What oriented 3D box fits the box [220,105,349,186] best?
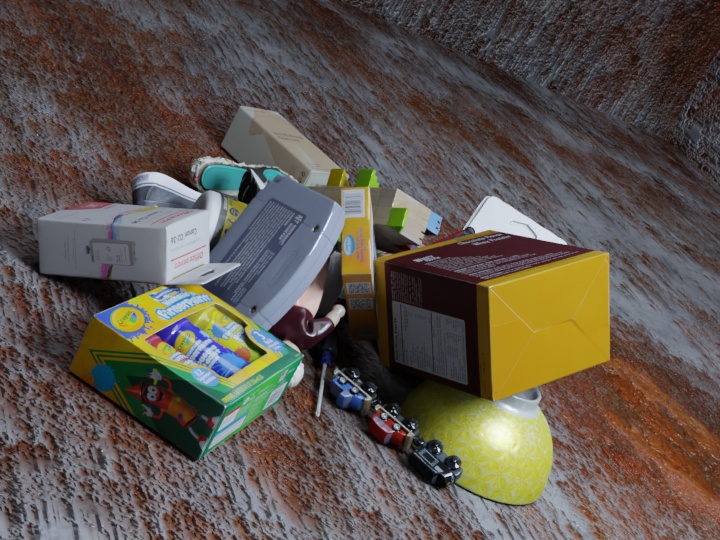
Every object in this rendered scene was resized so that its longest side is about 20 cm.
[{"bbox_3d":[-0.122,-0.174,2.065,0.095,0.078,0.200,1,34,-50],"label":"box"}]

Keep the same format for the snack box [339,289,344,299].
[{"bbox_3d":[-0.033,-0.015,1.882,0.072,0.024,0.200,16,24,-30],"label":"snack box"}]

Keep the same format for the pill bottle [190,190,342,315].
[{"bbox_3d":[-0.123,-0.016,1.638,0.200,0.113,0.112,22,21,-20],"label":"pill bottle"}]

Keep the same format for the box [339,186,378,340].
[{"bbox_3d":[0.000,0.000,1.599,0.041,0.200,0.119,-2,61,1],"label":"box"}]

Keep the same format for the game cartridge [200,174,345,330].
[{"bbox_3d":[-0.111,-0.011,1.515,0.133,0.200,0.041,28,-14,43],"label":"game cartridge"}]

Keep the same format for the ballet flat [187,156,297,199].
[{"bbox_3d":[-0.167,-0.130,1.919,0.200,0.076,0.064,18,7,-36],"label":"ballet flat"}]

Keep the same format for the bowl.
[{"bbox_3d":[0.157,0.175,1.564,0.200,0.108,0.200,26,20,-10],"label":"bowl"}]

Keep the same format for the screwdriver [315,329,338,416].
[{"bbox_3d":[-0.042,0.118,1.551,0.028,0.029,0.200,26,19,-9],"label":"screwdriver"}]

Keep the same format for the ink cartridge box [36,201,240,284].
[{"bbox_3d":[-0.245,-0.032,1.463,0.200,0.068,0.116,5,14,16],"label":"ink cartridge box"}]

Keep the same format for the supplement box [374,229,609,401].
[{"bbox_3d":[0.154,0.045,1.534,0.197,0.133,0.200,-14,18,-37],"label":"supplement box"}]

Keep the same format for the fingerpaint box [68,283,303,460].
[{"bbox_3d":[-0.176,0.094,1.364,0.167,0.073,0.200,33,20,12],"label":"fingerpaint box"}]

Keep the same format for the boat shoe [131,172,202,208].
[{"bbox_3d":[-0.216,-0.062,1.703,0.200,0.072,0.068,27,49,-46],"label":"boat shoe"}]

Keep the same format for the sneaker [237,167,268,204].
[{"bbox_3d":[-0.103,-0.060,1.786,0.079,0.074,0.200,-16,61,-39],"label":"sneaker"}]

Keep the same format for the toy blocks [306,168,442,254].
[{"bbox_3d":[0.026,-0.062,1.730,0.200,0.100,0.137,5,-17,42],"label":"toy blocks"}]

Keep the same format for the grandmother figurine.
[{"bbox_3d":[-0.081,0.049,1.517,0.121,0.061,0.200,-1,55,12],"label":"grandmother figurine"}]

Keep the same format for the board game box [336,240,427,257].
[{"bbox_3d":[0.014,-0.030,1.874,0.151,0.046,0.200,38,23,22],"label":"board game box"}]

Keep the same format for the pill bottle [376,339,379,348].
[{"bbox_3d":[0.131,0.087,1.724,0.200,0.116,0.116,16,24,-30],"label":"pill bottle"}]

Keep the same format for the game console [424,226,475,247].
[{"bbox_3d":[0.142,0.032,1.768,0.200,0.172,0.119,83,-18,-71],"label":"game console"}]

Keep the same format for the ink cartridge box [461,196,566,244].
[{"bbox_3d":[0.203,-0.001,1.907,0.145,0.200,0.083,32,63,7],"label":"ink cartridge box"}]

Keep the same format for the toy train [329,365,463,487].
[{"bbox_3d":[0.033,0.179,1.496,0.200,0.034,0.046,40,52,24],"label":"toy train"}]
